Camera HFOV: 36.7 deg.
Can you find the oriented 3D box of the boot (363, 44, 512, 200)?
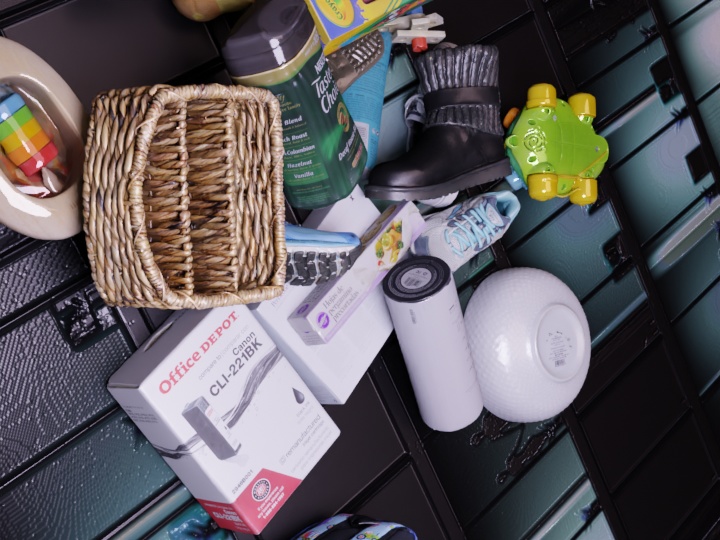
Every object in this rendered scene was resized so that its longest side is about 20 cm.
[{"bbox_3d":[0.081,-0.169,1.238,0.209,0.079,0.161,-18,103,-35],"label":"boot"}]

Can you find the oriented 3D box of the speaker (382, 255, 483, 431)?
[{"bbox_3d":[0.086,0.087,1.235,0.081,0.080,0.202,-45,134,-32],"label":"speaker"}]

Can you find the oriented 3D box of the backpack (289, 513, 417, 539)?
[{"bbox_3d":[-0.028,0.344,1.111,0.199,0.180,0.137,-34,114,-46],"label":"backpack"}]

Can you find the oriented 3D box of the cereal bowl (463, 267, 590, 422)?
[{"bbox_3d":[0.226,0.093,1.383,0.197,0.083,0.204,6,81,-37],"label":"cereal bowl"}]

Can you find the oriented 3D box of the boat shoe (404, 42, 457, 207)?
[{"bbox_3d":[0.084,-0.181,1.320,0.068,0.071,0.204,8,89,-36],"label":"boat shoe"}]

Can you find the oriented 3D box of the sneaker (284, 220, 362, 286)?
[{"bbox_3d":[-0.094,-0.043,1.124,0.196,0.079,0.092,7,64,-7],"label":"sneaker"}]

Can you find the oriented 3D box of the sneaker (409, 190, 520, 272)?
[{"bbox_3d":[0.125,-0.053,1.291,0.078,0.086,0.200,58,38,-5],"label":"sneaker"}]

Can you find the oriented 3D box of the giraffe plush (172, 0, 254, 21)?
[{"bbox_3d":[-0.160,-0.325,1.106,0.162,0.196,0.176,52,38,-60],"label":"giraffe plush"}]

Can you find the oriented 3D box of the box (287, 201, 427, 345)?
[{"bbox_3d":[0.000,0.000,1.184,0.039,0.041,0.200,53,58,-18],"label":"box"}]

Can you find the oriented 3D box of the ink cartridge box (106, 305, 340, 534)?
[{"bbox_3d":[-0.136,0.140,1.100,0.145,0.083,0.201,-47,112,-30],"label":"ink cartridge box"}]

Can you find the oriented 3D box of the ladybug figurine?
[{"bbox_3d":[-0.317,-0.119,0.988,0.135,0.071,0.202,-41,109,-34],"label":"ladybug figurine"}]

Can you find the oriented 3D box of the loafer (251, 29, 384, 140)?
[{"bbox_3d":[-0.058,-0.202,1.205,0.199,0.067,0.077,-34,90,-16],"label":"loafer"}]

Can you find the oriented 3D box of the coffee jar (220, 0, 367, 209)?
[{"bbox_3d":[-0.065,-0.169,1.089,0.202,0.084,0.105,65,31,-33],"label":"coffee jar"}]

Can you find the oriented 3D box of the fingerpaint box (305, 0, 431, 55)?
[{"bbox_3d":[-0.019,-0.358,1.161,0.165,0.073,0.202,-29,92,-16],"label":"fingerpaint box"}]

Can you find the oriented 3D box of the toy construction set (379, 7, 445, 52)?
[{"bbox_3d":[0.022,-0.339,1.265,0.130,0.092,0.203,0,65,-40],"label":"toy construction set"}]

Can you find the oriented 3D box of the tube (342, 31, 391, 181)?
[{"bbox_3d":[0.000,-0.207,1.268,0.076,0.050,0.204,16,71,-32],"label":"tube"}]

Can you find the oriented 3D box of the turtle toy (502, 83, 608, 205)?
[{"bbox_3d":[0.256,-0.156,1.421,0.197,0.100,0.149,4,84,-37],"label":"turtle toy"}]

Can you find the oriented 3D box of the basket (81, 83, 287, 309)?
[{"bbox_3d":[-0.159,-0.068,0.996,0.142,0.146,0.204,-15,107,-70],"label":"basket"}]

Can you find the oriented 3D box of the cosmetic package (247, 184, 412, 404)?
[{"bbox_3d":[-0.026,0.023,1.217,0.151,0.051,0.201,50,58,-24],"label":"cosmetic package"}]
